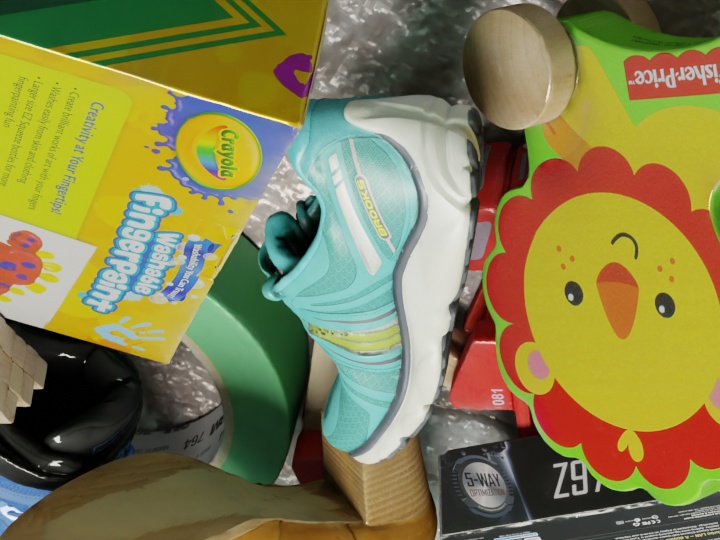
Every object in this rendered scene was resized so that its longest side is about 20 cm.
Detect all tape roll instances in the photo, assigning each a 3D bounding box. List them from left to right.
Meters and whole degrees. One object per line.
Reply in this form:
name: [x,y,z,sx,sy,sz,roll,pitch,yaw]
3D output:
tape roll: [-0.125,0.043,1.064,0.200,0.048,0.201,7,133,7]

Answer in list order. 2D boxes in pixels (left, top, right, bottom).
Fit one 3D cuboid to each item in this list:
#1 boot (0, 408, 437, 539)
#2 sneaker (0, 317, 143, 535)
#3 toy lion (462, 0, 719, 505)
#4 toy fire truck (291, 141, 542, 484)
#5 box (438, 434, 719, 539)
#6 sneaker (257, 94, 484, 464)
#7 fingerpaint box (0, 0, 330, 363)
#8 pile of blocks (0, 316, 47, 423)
boot: [-0.054,0.143,1.002,0.201,0.071,0.144,-18,127,-21]
sneaker: [-0.116,0.095,1.023,0.200,0.077,0.111,41,138,-14]
toy lion: [0.120,-0.009,0.841,0.200,0.069,0.192,-1,102,49]
toy fire truck: [0.032,0.029,1.010,0.141,0.049,0.200,1,133,12]
box: [0.152,0.120,1.031,0.199,0.044,0.160,-11,144,17]
sneaker: [0.000,0.000,0.895,0.079,0.078,0.200,8,141,1]
fingerpaint box: [-0.118,-0.057,0.847,0.166,0.074,0.200,16,150,-10]
pile of blocks: [-0.228,0.046,0.923,0.199,0.062,0.082,10,157,-5]
